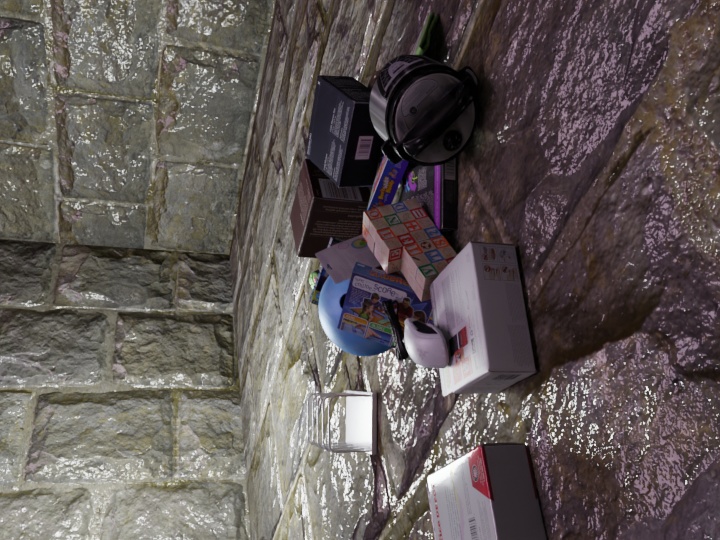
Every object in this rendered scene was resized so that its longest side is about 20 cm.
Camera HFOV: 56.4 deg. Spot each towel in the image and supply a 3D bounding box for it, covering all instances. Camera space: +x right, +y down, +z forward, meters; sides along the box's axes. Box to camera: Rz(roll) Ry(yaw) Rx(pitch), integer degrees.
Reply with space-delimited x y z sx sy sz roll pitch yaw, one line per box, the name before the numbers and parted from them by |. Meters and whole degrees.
towel | 0.107 -0.415 1.399 0.201 0.030 0.151 121 169 -50

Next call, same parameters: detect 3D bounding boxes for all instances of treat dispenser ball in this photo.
treat dispenser ball | 0.010 0.076 1.402 0.200 0.196 0.207 -177 90 -71

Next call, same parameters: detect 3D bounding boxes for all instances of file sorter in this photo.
file sorter | -0.049 0.369 1.646 0.199 0.121 0.143 158 114 -69

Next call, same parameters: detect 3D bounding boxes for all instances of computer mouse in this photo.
computer mouse | 0.087 0.116 1.133 0.199 0.043 0.113 -163 61 -70

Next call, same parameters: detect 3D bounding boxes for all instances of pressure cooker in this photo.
pressure cooker | 0.116 -0.284 1.192 0.201 0.174 0.180 -118 32 -61

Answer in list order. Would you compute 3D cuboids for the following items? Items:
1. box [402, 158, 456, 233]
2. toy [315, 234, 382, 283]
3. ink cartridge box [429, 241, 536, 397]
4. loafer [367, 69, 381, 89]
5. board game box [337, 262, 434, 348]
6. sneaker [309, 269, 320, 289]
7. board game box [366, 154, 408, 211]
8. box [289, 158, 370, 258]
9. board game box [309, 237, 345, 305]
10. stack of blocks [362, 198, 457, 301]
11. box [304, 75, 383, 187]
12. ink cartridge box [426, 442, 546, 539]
box | 0.133 -0.140 1.330 0.199 0.035 0.147 169 103 -70
toy | 0.022 -0.027 1.325 0.115 0.196 0.048 49 160 51
ink cartridge box | 0.185 0.084 1.062 0.176 0.082 0.205 127 142 -62
loafer | 0.029 -0.376 1.612 0.068 0.074 0.204 -102 23 -55
board game box | 0.065 0.079 1.252 0.035 0.195 0.138 -67 -5 -58
sneaker | -0.044 0.050 1.599 0.076 0.199 0.085 13 70 54
board game box | 0.071 -0.229 1.448 0.136 0.044 0.202 -77 7 -45
box | -0.083 -0.159 1.772 0.166 0.162 0.203 -107 28 -43
board game box | 0.000 0.000 1.523 0.204 0.196 0.062 -70 23 5
stack of blocks | 0.093 -0.038 1.234 0.059 0.113 0.202 96 152 -44
box | -0.034 -0.326 1.563 0.182 0.102 0.204 46 132 44
ink cartridge box | 0.184 0.361 1.019 0.201 0.081 0.149 124 144 -56
